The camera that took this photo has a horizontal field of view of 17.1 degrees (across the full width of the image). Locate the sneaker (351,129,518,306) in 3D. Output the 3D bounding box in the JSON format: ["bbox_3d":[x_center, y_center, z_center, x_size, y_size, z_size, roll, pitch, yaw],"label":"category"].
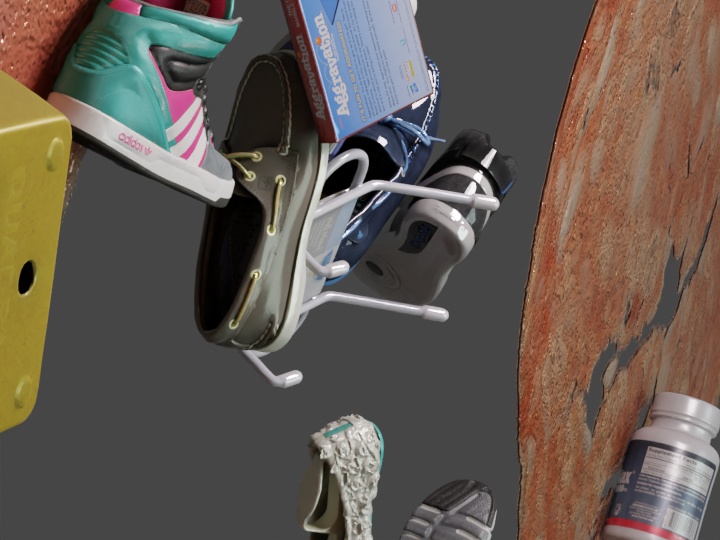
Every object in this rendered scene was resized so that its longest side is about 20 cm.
[{"bbox_3d":[0.065,-0.044,1.830,0.112,0.073,0.200,-53,-173,-22],"label":"sneaker"}]

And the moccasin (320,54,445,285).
[{"bbox_3d":[0.013,-0.081,1.766,0.068,0.080,0.200,97,14,-66],"label":"moccasin"}]

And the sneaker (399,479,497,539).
[{"bbox_3d":[0.064,0.294,2.225,0.200,0.075,0.116,-56,160,-23],"label":"sneaker"}]

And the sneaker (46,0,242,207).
[{"bbox_3d":[-0.110,-0.114,1.407,0.121,0.083,0.200,-65,160,-2],"label":"sneaker"}]

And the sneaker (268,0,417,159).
[{"bbox_3d":[-0.005,-0.166,1.662,0.115,0.080,0.200,28,75,-69],"label":"sneaker"}]

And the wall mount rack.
[{"bbox_3d":[0.000,0.000,1.689,0.174,0.075,0.200,-26,151,-41],"label":"wall mount rack"}]

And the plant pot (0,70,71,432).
[{"bbox_3d":[-0.231,-0.010,0.975,0.200,0.176,0.201,-23,125,-66],"label":"plant pot"}]

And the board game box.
[{"bbox_3d":[-0.014,-0.194,1.559,0.103,0.019,0.200,-30,111,-43],"label":"board game box"}]

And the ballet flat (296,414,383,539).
[{"bbox_3d":[-0.026,0.208,1.923,0.072,0.072,0.200,-41,139,-59],"label":"ballet flat"}]

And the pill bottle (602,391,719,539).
[{"bbox_3d":[0.390,0.264,3.050,0.120,0.119,0.200,53,54,-67],"label":"pill bottle"}]

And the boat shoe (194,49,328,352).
[{"bbox_3d":[-0.069,-0.048,1.577,0.060,0.072,0.202,6,90,-48],"label":"boat shoe"}]
